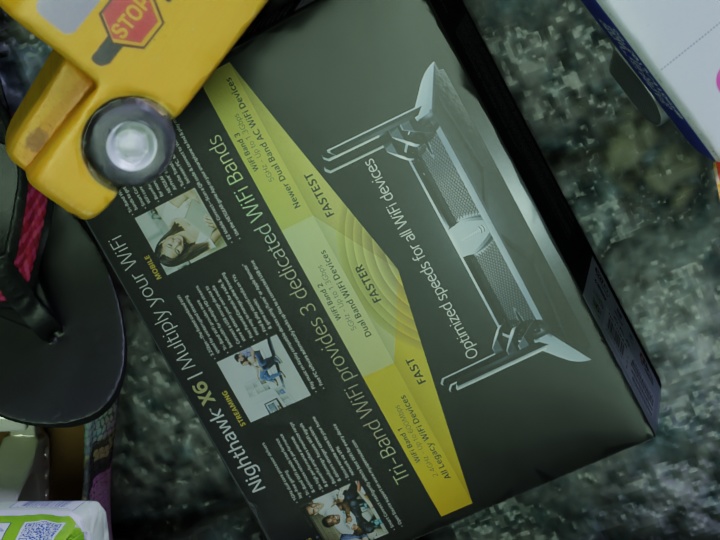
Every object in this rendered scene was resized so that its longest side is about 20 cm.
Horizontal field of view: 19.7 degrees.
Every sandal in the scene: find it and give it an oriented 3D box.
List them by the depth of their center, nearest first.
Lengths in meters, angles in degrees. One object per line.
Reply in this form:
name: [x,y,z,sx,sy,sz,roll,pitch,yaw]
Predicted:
sandal: [-0.148,-0.033,0.765,0.075,0.045,0.201,-23,85,-5]

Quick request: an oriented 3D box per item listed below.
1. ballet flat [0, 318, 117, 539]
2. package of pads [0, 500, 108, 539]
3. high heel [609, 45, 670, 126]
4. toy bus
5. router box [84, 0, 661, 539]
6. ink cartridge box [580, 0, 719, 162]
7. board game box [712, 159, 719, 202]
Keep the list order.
ballet flat: [-0.132,0.069,0.817,0.069,0.071,0.202,1,108,9]
package of pads: [-0.166,0.186,0.785,0.153,0.068,0.202,-2,104,9]
high heel: [0.108,-0.167,0.712,0.142,0.071,0.201,-32,87,-5]
toy bus: [-0.056,-0.117,0.689,0.078,0.065,0.200,36,100,-18]
router box: [0.000,0.000,0.778,0.156,0.052,0.201,-24,103,18]
ink cartridge box: [0.128,-0.171,0.640,0.200,0.043,0.197,-40,106,4]
board game box: [0.218,0.022,0.702,0.150,0.047,0.200,-17,134,15]
